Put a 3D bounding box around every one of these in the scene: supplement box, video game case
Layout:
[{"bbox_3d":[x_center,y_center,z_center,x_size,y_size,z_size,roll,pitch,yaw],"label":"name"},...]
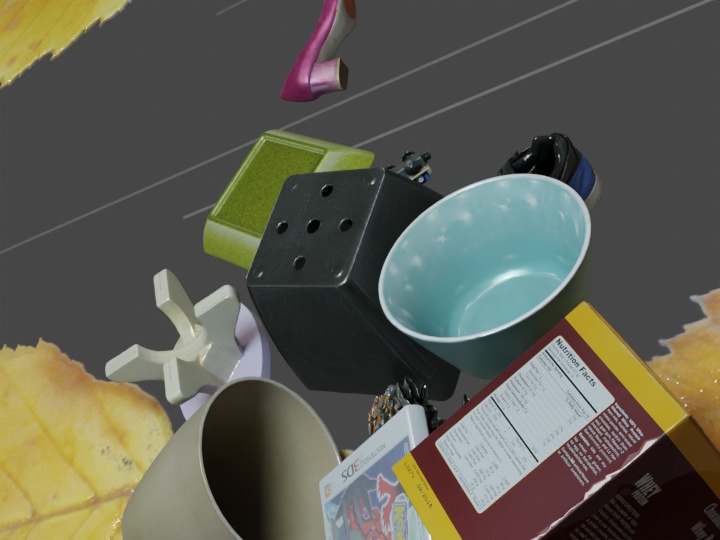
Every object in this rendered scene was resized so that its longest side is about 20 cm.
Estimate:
[{"bbox_3d":[0.173,0.173,0.836,0.200,0.197,0.133,-41,42,6],"label":"supplement box"},{"bbox_3d":[0.020,0.247,0.945,0.182,0.023,0.202,-49,42,47],"label":"video game case"}]

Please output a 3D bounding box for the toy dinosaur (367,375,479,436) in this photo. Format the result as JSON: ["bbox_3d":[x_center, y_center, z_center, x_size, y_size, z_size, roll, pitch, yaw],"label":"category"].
[{"bbox_3d":[0.060,0.180,1.016,0.200,0.101,0.136,53,125,34],"label":"toy dinosaur"}]

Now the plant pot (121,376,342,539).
[{"bbox_3d":[-0.147,0.232,1.082,0.199,0.186,0.189,-32,43,35],"label":"plant pot"}]

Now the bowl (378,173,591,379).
[{"bbox_3d":[0.126,0.019,0.975,0.199,0.105,0.202,-20,39,17],"label":"bowl"}]

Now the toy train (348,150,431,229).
[{"bbox_3d":[0.006,-0.073,1.264,0.199,0.046,0.034,-35,28,14],"label":"toy train"}]

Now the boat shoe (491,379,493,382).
[{"bbox_3d":[0.162,0.114,0.985,0.064,0.072,0.202,-8,49,35],"label":"boat shoe"}]

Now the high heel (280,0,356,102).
[{"bbox_3d":[-0.059,-0.323,1.489,0.095,0.067,0.202,-6,68,22],"label":"high heel"}]

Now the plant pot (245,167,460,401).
[{"bbox_3d":[0.000,0.000,1.120,0.198,0.177,0.202,0,59,38],"label":"plant pot"}]

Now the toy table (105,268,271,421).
[{"bbox_3d":[-0.189,0.094,1.245,0.183,0.117,0.201,-40,44,8],"label":"toy table"}]

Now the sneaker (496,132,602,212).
[{"bbox_3d":[0.158,-0.046,1.074,0.201,0.111,0.077,-53,43,-6],"label":"sneaker"}]

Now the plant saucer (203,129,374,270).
[{"bbox_3d":[-0.106,-0.096,1.370,0.199,0.048,0.201,19,72,45],"label":"plant saucer"}]
